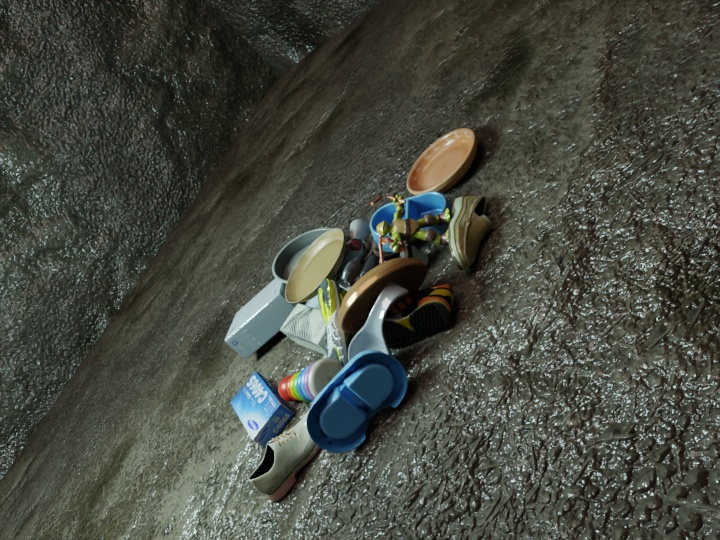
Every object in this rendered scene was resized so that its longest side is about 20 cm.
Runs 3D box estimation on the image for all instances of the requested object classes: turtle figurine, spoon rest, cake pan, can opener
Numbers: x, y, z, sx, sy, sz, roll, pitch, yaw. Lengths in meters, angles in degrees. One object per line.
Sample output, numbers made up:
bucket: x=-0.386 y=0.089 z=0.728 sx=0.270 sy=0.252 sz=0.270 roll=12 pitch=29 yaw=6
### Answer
turtle figurine: x=0.100 y=-0.077 z=1.272 sx=0.160 sy=0.065 sz=0.201 roll=0 pitch=44 yaw=3
spoon rest: x=0.030 y=0.121 z=1.151 sx=0.099 sy=0.061 sz=0.201 roll=27 pitch=114 yaw=27
cake pan: x=-0.122 y=-0.028 z=1.571 sx=0.199 sy=0.037 sz=0.201 roll=-17 pitch=38 yaw=13
can opener: x=0.000 y=0.000 z=1.306 sx=0.200 sy=0.052 sz=0.067 roll=-61 pitch=-10 yaw=-72

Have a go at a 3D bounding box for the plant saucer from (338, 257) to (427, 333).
plant saucer: x=0.037 y=0.042 z=1.207 sx=0.200 sy=0.200 sz=0.038 roll=-43 pitch=66 yaw=11

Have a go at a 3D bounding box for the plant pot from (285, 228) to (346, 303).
plant pot: x=-0.097 y=-0.006 z=1.425 sx=0.200 sy=0.027 sz=0.201 roll=-39 pitch=28 yaw=26

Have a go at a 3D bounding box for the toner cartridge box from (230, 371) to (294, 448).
toner cartridge box: x=-0.220 y=0.302 z=1.396 sx=0.095 sy=0.043 sz=0.200 roll=-53 pitch=27 yaw=-6

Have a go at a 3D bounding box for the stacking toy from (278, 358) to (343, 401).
stacking toy: x=-0.110 y=0.230 z=1.282 sx=0.200 sy=0.085 sz=0.086 roll=-22 pitch=36 yaw=54

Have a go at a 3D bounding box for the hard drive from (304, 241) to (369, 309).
hard drive: x=-0.063 y=0.023 z=1.551 sx=0.132 sy=0.027 sz=0.201 roll=-15 pitch=42 yaw=49

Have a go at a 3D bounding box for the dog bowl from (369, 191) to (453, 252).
dog bowl: x=0.110 y=-0.110 z=1.377 sx=0.199 sy=0.050 sz=0.112 roll=-14 pitch=48 yaw=22

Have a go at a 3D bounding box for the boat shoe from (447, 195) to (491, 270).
boat shoe: x=0.218 y=-0.085 z=1.234 sx=0.076 sy=0.072 sz=0.201 roll=-14 pitch=41 yaw=24

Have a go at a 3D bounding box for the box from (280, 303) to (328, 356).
box: x=-0.096 y=0.133 z=1.407 sx=0.082 sy=0.068 sz=0.200 roll=-57 pitch=27 yaw=-16

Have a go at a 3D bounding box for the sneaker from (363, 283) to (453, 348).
sneaker: x=0.094 y=0.083 z=1.202 sx=0.200 sy=0.070 sz=0.090 roll=-25 pitch=22 yaw=37

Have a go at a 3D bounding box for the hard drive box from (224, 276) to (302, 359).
hard drive box: x=-0.240 y=0.109 z=1.622 sx=0.200 sy=0.077 sz=0.156 roll=-40 pitch=17 yaw=17

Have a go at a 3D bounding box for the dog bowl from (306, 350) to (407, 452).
dog bowl: x=-0.008 y=0.222 z=1.103 sx=0.200 sy=0.111 sz=0.050 roll=-47 pitch=13 yaw=4

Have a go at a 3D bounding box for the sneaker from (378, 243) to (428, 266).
sneaker: x=0.049 y=0.020 z=1.330 sx=0.200 sy=0.080 sz=0.074 roll=-49 pitch=28 yaw=3

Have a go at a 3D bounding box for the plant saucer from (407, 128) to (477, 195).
plant saucer: x=0.197 y=-0.248 z=1.495 sx=0.200 sy=0.037 sz=0.201 roll=-36 pitch=30 yaw=24

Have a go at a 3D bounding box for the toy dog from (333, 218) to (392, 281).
toy dog: x=-0.016 y=-0.008 z=1.455 sx=0.200 sy=0.132 sz=0.096 roll=-55 pitch=-12 yaw=-22

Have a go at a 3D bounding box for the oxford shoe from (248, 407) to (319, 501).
oxford shoe: x=-0.130 y=0.330 z=1.188 sx=0.071 sy=0.074 sz=0.200 roll=2 pitch=55 yaw=58

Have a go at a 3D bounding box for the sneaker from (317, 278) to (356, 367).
sneaker: x=-0.027 y=0.111 z=1.280 sx=0.074 sy=0.084 sz=0.201 roll=-30 pitch=67 yaw=62
